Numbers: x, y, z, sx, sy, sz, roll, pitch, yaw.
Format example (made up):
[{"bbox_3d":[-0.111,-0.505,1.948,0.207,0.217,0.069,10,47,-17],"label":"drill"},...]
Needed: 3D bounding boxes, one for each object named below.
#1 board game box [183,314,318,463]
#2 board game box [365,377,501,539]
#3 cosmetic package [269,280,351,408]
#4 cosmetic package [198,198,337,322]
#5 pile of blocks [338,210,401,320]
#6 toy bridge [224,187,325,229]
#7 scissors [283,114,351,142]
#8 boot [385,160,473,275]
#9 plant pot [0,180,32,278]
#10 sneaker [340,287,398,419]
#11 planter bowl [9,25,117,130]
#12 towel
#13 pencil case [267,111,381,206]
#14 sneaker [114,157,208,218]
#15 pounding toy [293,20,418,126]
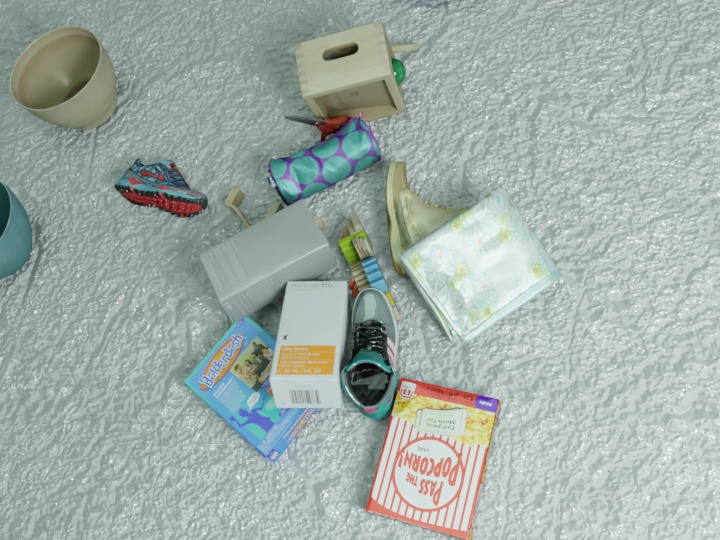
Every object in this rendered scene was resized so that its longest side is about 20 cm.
[{"bbox_3d":[-0.163,0.183,1.217,0.200,0.045,0.152,36,80,26],"label":"board game box"},{"bbox_3d":[0.108,0.270,1.100,0.151,0.046,0.201,9,69,19],"label":"board game box"},{"bbox_3d":[-0.073,0.110,1.166,0.101,0.071,0.200,-1,44,5],"label":"cosmetic package"},{"bbox_3d":[-0.150,-0.017,1.243,0.199,0.090,0.107,-26,61,-5],"label":"cosmetic package"},{"bbox_3d":[0.000,0.000,1.233,0.062,0.082,0.201,-24,63,4],"label":"pile of blocks"},{"bbox_3d":[-0.158,-0.088,1.348,0.199,0.027,0.067,21,75,23],"label":"toy bridge"},{"bbox_3d":[-0.065,-0.258,1.309,0.073,0.200,0.014,-29,75,15],"label":"scissors"},{"bbox_3d":[0.122,-0.097,1.247,0.155,0.073,0.201,-9,66,12],"label":"boot"},{"bbox_3d":[-0.698,-0.058,1.427,0.199,0.135,0.201,-6,65,14],"label":"plant pot"},{"bbox_3d":[0.013,0.121,1.125,0.083,0.121,0.201,-5,82,6],"label":"sneaker"},{"bbox_3d":[-0.575,-0.369,1.532,0.199,0.135,0.201,-6,66,13],"label":"planter bowl"},{"bbox_3d":[0.181,-0.006,1.163,0.200,0.048,0.172,-34,92,-1],"label":"towel"},{"bbox_3d":[-0.066,-0.192,1.334,0.199,0.085,0.093,-26,101,2],"label":"pencil case"},{"bbox_3d":[-0.362,-0.165,1.412,0.199,0.079,0.096,16,70,21],"label":"sneaker"},{"bbox_3d":[0.005,-0.357,1.351,0.199,0.184,0.143,-12,76,10],"label":"pounding toy"}]
